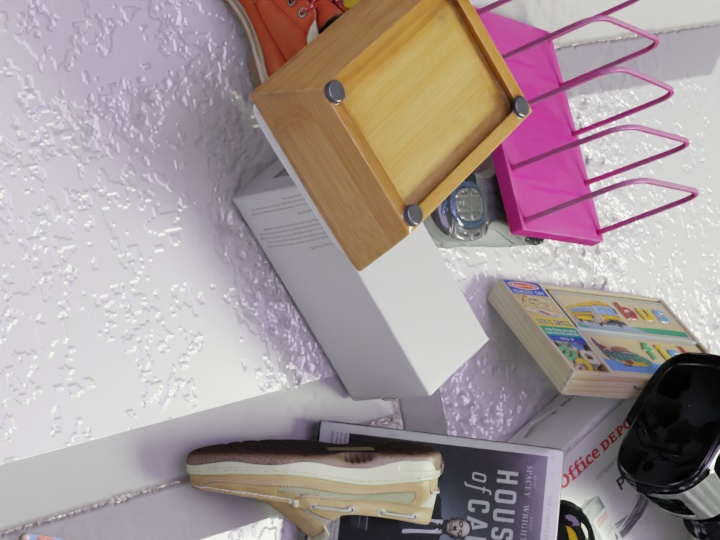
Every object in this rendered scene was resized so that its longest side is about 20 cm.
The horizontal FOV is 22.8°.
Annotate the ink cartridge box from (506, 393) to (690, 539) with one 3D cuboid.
[{"bbox_3d":[0.213,0.216,1.563,0.146,0.085,0.200,-38,106,-33],"label":"ink cartridge box"}]

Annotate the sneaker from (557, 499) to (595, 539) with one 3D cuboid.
[{"bbox_3d":[0.148,0.289,1.461,0.070,0.090,0.200,16,105,2],"label":"sneaker"}]

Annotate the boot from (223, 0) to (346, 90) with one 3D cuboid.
[{"bbox_3d":[-0.054,-0.217,1.394,0.075,0.107,0.200,-28,101,-32],"label":"boot"}]

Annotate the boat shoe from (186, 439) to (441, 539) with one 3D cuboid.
[{"bbox_3d":[-0.035,0.172,1.373,0.200,0.072,0.076,3,96,-11],"label":"boat shoe"}]

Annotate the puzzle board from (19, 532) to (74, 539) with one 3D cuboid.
[{"bbox_3d":[-0.193,0.301,1.303,0.151,0.017,0.200,15,77,-34],"label":"puzzle board"}]

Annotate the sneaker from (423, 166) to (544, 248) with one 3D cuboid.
[{"bbox_3d":[0.088,-0.051,1.504,0.200,0.087,0.075,2,78,-55],"label":"sneaker"}]

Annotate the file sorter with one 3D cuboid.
[{"bbox_3d":[0.189,-0.139,1.501,0.139,0.125,0.200,6,67,-54],"label":"file sorter"}]

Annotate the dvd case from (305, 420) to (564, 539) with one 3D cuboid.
[{"bbox_3d":[0.057,0.205,1.426,0.200,0.025,0.151,7,80,-2],"label":"dvd case"}]

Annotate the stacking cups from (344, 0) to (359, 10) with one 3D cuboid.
[{"bbox_3d":[0.043,-0.265,1.504,0.061,0.060,0.200,46,57,-24],"label":"stacking cups"}]

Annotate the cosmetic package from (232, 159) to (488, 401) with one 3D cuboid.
[{"bbox_3d":[0.000,0.000,1.412,0.085,0.108,0.200,-42,111,-33],"label":"cosmetic package"}]

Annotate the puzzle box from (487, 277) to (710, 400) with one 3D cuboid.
[{"bbox_3d":[0.222,0.063,1.562,0.200,0.133,0.025,6,122,-36],"label":"puzzle box"}]

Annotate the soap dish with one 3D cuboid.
[{"bbox_3d":[0.030,-0.121,1.330,0.200,0.081,0.157,-45,113,-33],"label":"soap dish"}]

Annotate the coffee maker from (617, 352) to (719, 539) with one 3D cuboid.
[{"bbox_3d":[0.321,0.160,1.514,0.200,0.135,0.192,51,41,-33],"label":"coffee maker"}]
